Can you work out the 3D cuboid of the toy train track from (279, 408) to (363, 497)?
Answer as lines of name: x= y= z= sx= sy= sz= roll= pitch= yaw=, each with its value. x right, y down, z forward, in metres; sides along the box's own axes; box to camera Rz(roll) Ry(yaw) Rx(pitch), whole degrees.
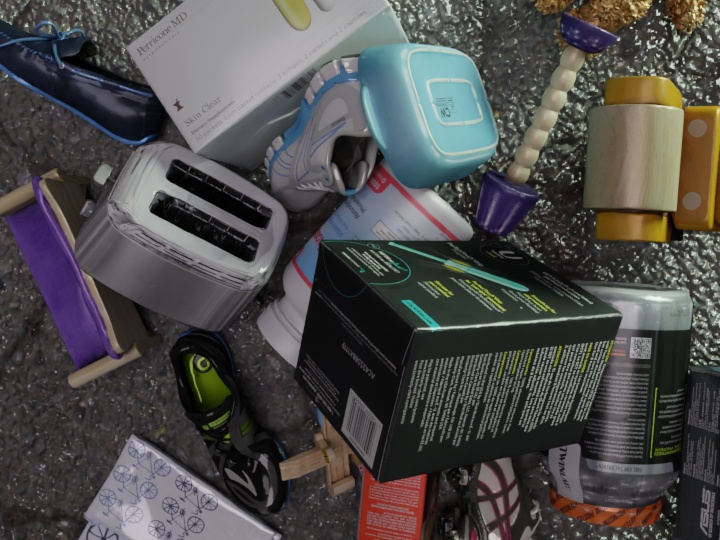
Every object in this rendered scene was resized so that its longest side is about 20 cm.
toy train track: x=-0.020 y=0.143 z=0.752 sx=0.114 sy=0.033 sz=0.201 roll=-20 pitch=128 yaw=-22

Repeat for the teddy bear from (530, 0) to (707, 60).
teddy bear: x=0.247 y=-0.274 z=0.724 sx=0.199 sy=0.067 sz=0.146 roll=-15 pitch=93 yaw=10

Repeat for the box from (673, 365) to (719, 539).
box: x=0.358 y=0.184 z=0.688 sx=0.163 sy=0.086 sz=0.201 roll=1 pitch=95 yaw=-25

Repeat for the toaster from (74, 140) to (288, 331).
toaster: x=-0.152 y=-0.026 z=0.739 sx=0.200 sy=0.129 sz=0.114 roll=29 pitch=58 yaw=-15

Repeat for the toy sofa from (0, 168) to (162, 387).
toy sofa: x=-0.285 y=0.008 z=0.806 sx=0.083 sy=0.098 sz=0.201 roll=-25 pitch=90 yaw=10

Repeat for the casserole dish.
casserole dish: x=0.066 y=-0.137 z=0.693 sx=0.039 sy=0.200 sz=0.122 roll=-18 pitch=92 yaw=32

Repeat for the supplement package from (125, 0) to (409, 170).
supplement package: x=-0.073 y=-0.197 z=0.730 sx=0.200 sy=0.156 sz=0.111 roll=-36 pitch=85 yaw=9

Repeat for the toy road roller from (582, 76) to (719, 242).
toy road roller: x=0.275 y=-0.083 z=0.667 sx=0.146 sy=0.200 sz=0.123 roll=5 pitch=94 yaw=30

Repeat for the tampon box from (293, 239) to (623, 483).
tampon box: x=0.074 y=0.061 z=0.657 sx=0.199 sy=0.150 sz=0.127 roll=-1 pitch=116 yaw=-31

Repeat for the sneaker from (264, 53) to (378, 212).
sneaker: x=-0.031 y=-0.093 z=0.719 sx=0.075 sy=0.200 sz=0.087 roll=-6 pitch=66 yaw=-24

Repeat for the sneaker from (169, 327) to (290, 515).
sneaker: x=-0.135 y=0.152 z=0.798 sx=0.071 sy=0.083 sz=0.200 roll=-26 pitch=90 yaw=9

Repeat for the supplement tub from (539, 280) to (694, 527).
supplement tub: x=0.222 y=0.112 z=0.722 sx=0.122 sy=0.123 sz=0.201 roll=4 pitch=93 yaw=8

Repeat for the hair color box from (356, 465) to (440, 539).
hair color box: x=0.039 y=0.204 z=0.759 sx=0.061 sy=0.101 sz=0.201 roll=7 pitch=98 yaw=14

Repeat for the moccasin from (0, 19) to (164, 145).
moccasin: x=-0.279 y=-0.201 z=0.808 sx=0.200 sy=0.081 sz=0.068 roll=29 pitch=112 yaw=-7

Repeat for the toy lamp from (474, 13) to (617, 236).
toy lamp: x=0.160 y=-0.125 z=0.738 sx=0.058 sy=0.058 sz=0.201 roll=27 pitch=110 yaw=6

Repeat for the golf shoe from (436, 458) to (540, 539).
golf shoe: x=0.125 y=0.204 z=0.778 sx=0.088 sy=0.077 sz=0.201 roll=4 pitch=98 yaw=-11

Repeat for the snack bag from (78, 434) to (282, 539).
snack bag: x=-0.209 y=0.300 z=0.849 sx=0.188 sy=0.021 sz=0.200 roll=33 pitch=98 yaw=5

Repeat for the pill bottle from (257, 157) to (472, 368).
pill bottle: x=0.000 y=0.000 z=0.756 sx=0.109 sy=0.109 sz=0.200 roll=44 pitch=98 yaw=4
